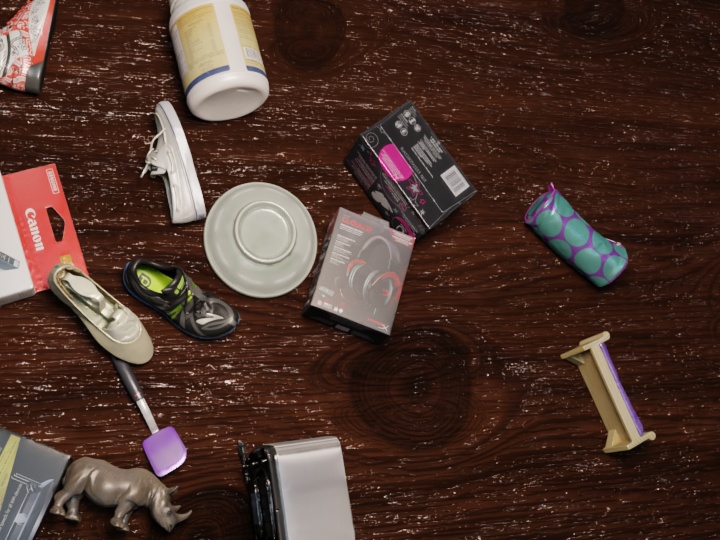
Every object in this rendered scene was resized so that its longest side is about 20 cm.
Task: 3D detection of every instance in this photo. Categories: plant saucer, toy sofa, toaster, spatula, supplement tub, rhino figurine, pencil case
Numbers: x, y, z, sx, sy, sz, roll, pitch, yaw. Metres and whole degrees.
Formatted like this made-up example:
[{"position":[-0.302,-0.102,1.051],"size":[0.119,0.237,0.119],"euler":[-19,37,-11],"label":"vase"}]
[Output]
[{"position":[-0.162,-0.058,1.356],"size":[0.195,0.050,0.206],"euler":[5,73,-16],"label":"plant saucer"},{"position":[0.454,0.216,1.459],"size":[0.096,0.083,0.204],"euler":[-19,80,-21],"label":"toy sofa"},{"position":[-0.098,0.335,1.190],"size":[0.116,0.181,0.205],"euler":[-5,76,-22],"label":"toaster"},{"position":[-0.328,0.211,1.234],"size":[0.056,0.021,0.203],"euler":[-26,83,-22],"label":"spatula"},{"position":[-0.243,-0.374,1.373],"size":[0.141,0.144,0.205],"euler":[-11,77,-21],"label":"supplement tub"},{"position":[-0.339,0.329,1.175],"size":[0.196,0.060,0.089],"euler":[17,64,-15],"label":"rhino figurine"},{"position":[0.406,-0.064,1.526],"size":[0.199,0.085,0.093],"euler":[40,82,-4],"label":"pencil case"}]

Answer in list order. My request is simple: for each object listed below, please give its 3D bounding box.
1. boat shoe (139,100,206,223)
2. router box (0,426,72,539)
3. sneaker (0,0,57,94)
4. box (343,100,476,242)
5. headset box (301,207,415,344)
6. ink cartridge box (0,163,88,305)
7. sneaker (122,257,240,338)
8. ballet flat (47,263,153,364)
[{"position":[-0.322,-0.173,1.331],"size":[0.084,0.074,0.207],"euler":[-16,89,-19],"label":"boat shoe"},{"position":[-0.514,0.324,1.121],"size":[0.154,0.052,0.204],"euler":[25,68,-9],"label":"router box"},{"position":[-0.556,-0.393,1.316],"size":[0.105,0.067,0.207],"euler":[10,74,-18],"label":"sneaker"},{"position":[0.085,-0.168,1.436],"size":[0.131,0.115,0.202],"euler":[-36,88,-25],"label":"box"},{"position":[0.000,0.000,1.377],"size":[0.146,0.075,0.204],"euler":[21,69,-10],"label":"headset box"},{"position":[-0.528,-0.061,1.238],"size":[0.173,0.045,0.204],"euler":[-17,80,-21],"label":"ink cartridge box"},{"position":[-0.281,0.044,1.267],"size":[0.197,0.083,0.072],"euler":[30,67,-8],"label":"sneaker"},{"position":[-0.386,0.063,1.220],"size":[0.199,0.069,0.070],"euler":[43,65,-12],"label":"ballet flat"}]
